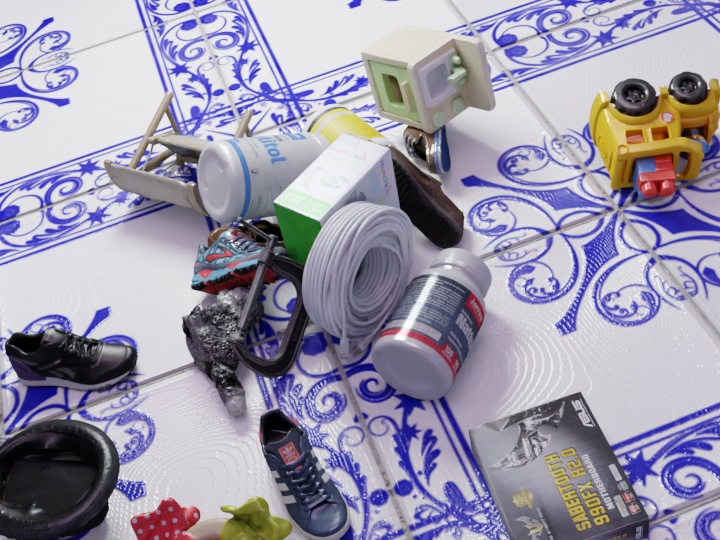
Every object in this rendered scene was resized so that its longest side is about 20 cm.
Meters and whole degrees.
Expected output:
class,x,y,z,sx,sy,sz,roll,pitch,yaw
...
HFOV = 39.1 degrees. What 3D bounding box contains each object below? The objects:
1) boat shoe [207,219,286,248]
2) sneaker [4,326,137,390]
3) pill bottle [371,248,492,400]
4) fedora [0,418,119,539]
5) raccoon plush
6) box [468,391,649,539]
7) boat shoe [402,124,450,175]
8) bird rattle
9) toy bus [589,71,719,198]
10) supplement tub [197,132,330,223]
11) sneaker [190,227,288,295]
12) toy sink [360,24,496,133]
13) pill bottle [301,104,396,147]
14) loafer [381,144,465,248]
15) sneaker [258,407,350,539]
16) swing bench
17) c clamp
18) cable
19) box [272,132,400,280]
class,x,y,z,sx,sy,sz,roll,pitch,yaw
boat shoe,-0.163,-0.053,1.636,0.198,0.068,0.072,7,50,21
sneaker,-0.436,0.127,1.515,0.198,0.088,0.076,-5,45,9
pill bottle,0.108,0.068,1.415,0.119,0.120,0.201,13,51,25
fedora,-0.402,0.292,1.341,0.199,0.092,0.202,-7,45,7
raccoon plush,-0.174,0.113,1.494,0.133,0.097,0.201,-20,73,-25
box,0.239,0.259,1.247,0.157,0.049,0.201,-17,45,-3
boat shoe,0.113,-0.222,1.741,0.072,0.073,0.201,-11,35,9
bird rattle,-0.185,0.350,1.233,0.198,0.113,0.164,-11,61,7
toy bus,0.475,-0.196,1.587,0.198,0.136,0.193,-8,58,2
supplement tub,-0.150,-0.152,1.639,0.199,0.133,0.132,-12,38,-35
sneaker,-0.190,-0.024,1.546,0.199,0.079,0.096,-12,72,38
toy sink,0.110,-0.316,1.695,0.112,0.131,0.199,-37,38,-24
pill bottle,-0.006,-0.189,1.700,0.112,0.113,0.200,-32,47,-17
loafer,0.088,-0.122,1.595,0.073,0.200,0.071,-36,10,38
sneaker,-0.081,0.258,1.301,0.075,0.085,0.200,-29,47,-15
swing bench,-0.298,-0.187,1.764,0.198,0.130,0.201,17,58,27
c clamp,-0.138,0.047,1.451,0.027,0.170,0.202,1,72,48
cable,0.000,0.000,1.451,0.069,0.201,0.200,21,50,34
box,-0.027,-0.071,1.529,0.096,0.201,0.177,23,54,31
